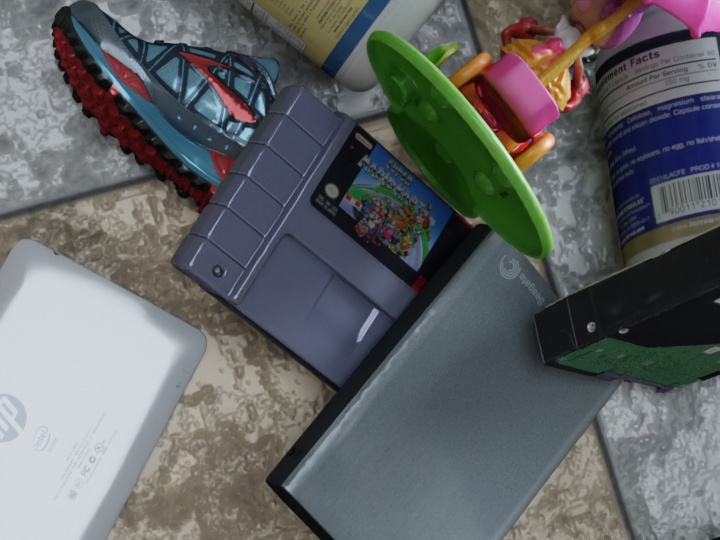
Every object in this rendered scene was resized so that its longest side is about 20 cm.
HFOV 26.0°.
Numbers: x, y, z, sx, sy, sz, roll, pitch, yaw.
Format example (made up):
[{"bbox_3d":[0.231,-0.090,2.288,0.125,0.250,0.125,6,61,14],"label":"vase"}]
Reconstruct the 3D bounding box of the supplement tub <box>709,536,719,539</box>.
[{"bbox_3d":[0.199,0.225,0.906,0.199,0.122,0.123,-18,85,-14],"label":"supplement tub"}]

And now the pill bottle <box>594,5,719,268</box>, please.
[{"bbox_3d":[0.206,-0.093,0.954,0.115,0.116,0.201,-3,75,-11],"label":"pill bottle"}]

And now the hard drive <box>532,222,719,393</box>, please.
[{"bbox_3d":[0.216,0.013,0.882,0.139,0.199,0.038,15,56,-45],"label":"hard drive"}]

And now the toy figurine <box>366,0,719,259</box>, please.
[{"bbox_3d":[0.116,-0.120,0.862,0.184,0.200,0.150,-39,91,-6],"label":"toy figurine"}]

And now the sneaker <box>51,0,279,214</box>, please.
[{"bbox_3d":[-0.093,-0.097,0.928,0.200,0.079,0.096,42,71,-12],"label":"sneaker"}]

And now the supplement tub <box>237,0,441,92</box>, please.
[{"bbox_3d":[-0.032,-0.218,0.915,0.200,0.145,0.145,39,77,-3],"label":"supplement tub"}]

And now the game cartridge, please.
[{"bbox_3d":[0.000,0.000,0.908,0.200,0.038,0.130,39,79,-28],"label":"game cartridge"}]

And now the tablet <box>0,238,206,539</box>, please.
[{"bbox_3d":[-0.189,0.096,0.905,0.130,0.014,0.201,28,77,-5],"label":"tablet"}]

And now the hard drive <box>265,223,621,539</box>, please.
[{"bbox_3d":[0.054,0.092,0.913,0.200,0.033,0.140,-50,117,-18],"label":"hard drive"}]
